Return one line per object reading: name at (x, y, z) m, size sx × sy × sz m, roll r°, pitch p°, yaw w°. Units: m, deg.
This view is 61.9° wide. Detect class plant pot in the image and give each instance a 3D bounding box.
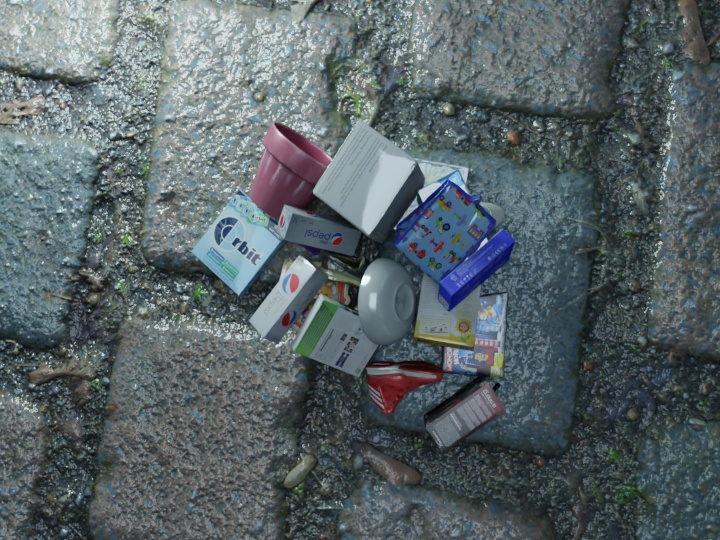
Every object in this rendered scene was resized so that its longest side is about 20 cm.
plant pot at (-0.174, -0.225, 1.452) m, size 0.198 × 0.200 × 0.181 m, roll 38°, pitch 106°, yaw 6°

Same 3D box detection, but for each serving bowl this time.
serving bowl at (0.076, 0.073, 1.397) m, size 0.064 × 0.198 × 0.207 m, roll 0°, pitch 86°, yaw 37°

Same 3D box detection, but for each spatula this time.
spatula at (-0.067, -0.044, 1.499) m, size 0.195 × 0.057 × 0.021 m, roll 19°, pitch 57°, yaw 0°

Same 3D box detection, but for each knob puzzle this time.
knob puzzle at (-0.120, 0.062, 1.455) m, size 0.212 × 0.031 × 0.225 m, roll -1°, pitch 59°, yaw 2°

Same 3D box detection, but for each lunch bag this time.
lunch bag at (0.191, -0.094, 1.322) m, size 0.150 × 0.095 × 0.200 m, roll 38°, pitch 121°, yaw -14°

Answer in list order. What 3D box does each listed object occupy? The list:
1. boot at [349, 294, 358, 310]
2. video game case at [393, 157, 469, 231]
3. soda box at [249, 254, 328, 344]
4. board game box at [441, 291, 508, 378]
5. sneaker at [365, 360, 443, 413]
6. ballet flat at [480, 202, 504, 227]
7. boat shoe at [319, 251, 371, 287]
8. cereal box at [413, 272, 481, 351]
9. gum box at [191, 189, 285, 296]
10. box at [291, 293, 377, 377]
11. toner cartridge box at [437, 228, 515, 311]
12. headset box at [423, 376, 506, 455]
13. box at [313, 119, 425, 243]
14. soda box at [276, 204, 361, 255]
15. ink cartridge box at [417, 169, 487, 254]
boot at (-0.054, 0.099, 1.479) m, size 0.198 × 0.064 × 0.188 m, roll -37°, pitch 90°, yaw 2°
video game case at (0.160, -0.180, 1.493) m, size 0.194 × 0.022 × 0.188 m, roll 10°, pitch 88°, yaw 6°
soda box at (-0.167, 0.067, 1.401) m, size 0.068 × 0.064 × 0.201 m, roll 39°, pitch 91°, yaw 33°
board game box at (0.250, 0.146, 1.449) m, size 0.193 × 0.062 × 0.207 m, roll 5°, pitch 88°, yaw 7°
sneaker at (0.108, 0.283, 1.446) m, size 0.195 × 0.078 × 0.119 m, roll 0°, pitch 97°, yaw 28°
ballet flat at (0.234, -0.125, 1.372) m, size 0.194 × 0.069 × 0.072 m, roll 4°, pitch 87°, yaw 5°
boat shoe at (-0.001, -0.001, 1.449) m, size 0.195 × 0.072 × 0.068 m, roll 11°, pitch 113°, yaw -13°
cereal box at (0.207, 0.076, 1.404) m, size 0.139 × 0.040 × 0.205 m, roll 8°, pitch 66°, yaw 10°
gum box at (-0.302, -0.069, 1.518) m, size 0.169 × 0.045 × 0.201 m, roll 40°, pitch 90°, yaw 6°
box at (-0.048, 0.156, 1.418) m, size 0.197 × 0.036 × 0.146 m, roll 26°, pitch 103°, yaw -31°
toner cartridge box at (0.261, 0.000, 1.359) m, size 0.198 × 0.096 × 0.043 m, roll -39°, pitch 68°, yaw -14°
headset box at (0.246, 0.326, 1.396) m, size 0.198 × 0.149 × 0.076 m, roll -36°, pitch 85°, yaw 3°
box at (0.027, -0.198, 1.399) m, size 0.170 × 0.199 × 0.202 m, roll 35°, pitch 94°, yaw 11°
soda box at (-0.098, -0.095, 1.432) m, size 0.196 × 0.063 × 0.070 m, roll 11°, pitch 109°, yaw -33°
ink cartridge box at (0.227, -0.121, 1.440) m, size 0.114 × 0.068 × 0.204 m, roll -26°, pitch 86°, yaw 4°
